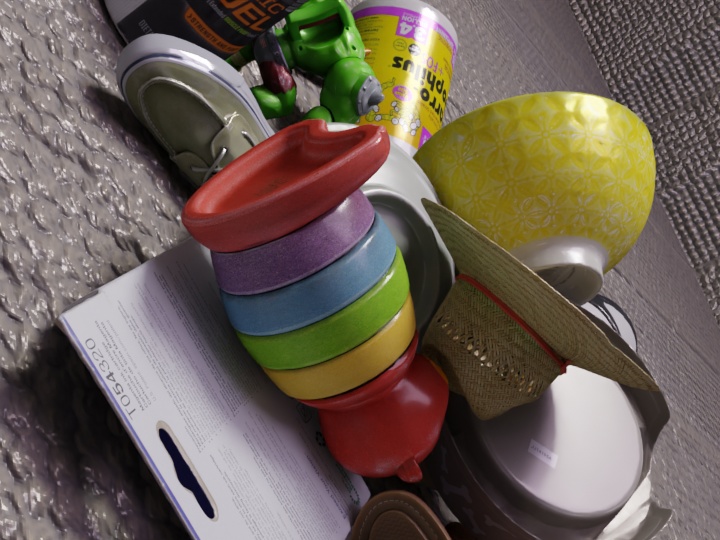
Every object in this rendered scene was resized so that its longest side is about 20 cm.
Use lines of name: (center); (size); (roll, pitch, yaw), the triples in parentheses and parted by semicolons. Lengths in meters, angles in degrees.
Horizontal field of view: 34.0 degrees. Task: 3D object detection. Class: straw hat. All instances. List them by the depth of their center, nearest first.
straw hat: (0.085, 0.046, 0.741); (0.200, 0.085, 0.201); (39, -1, 0)

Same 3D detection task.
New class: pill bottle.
pill bottle: (-0.081, -0.229, 0.843); (0.106, 0.199, 0.107); (47, 24, -28)
pill bottle: (0.017, -0.122, 0.994); (0.104, 0.103, 0.202); (37, 57, -45)

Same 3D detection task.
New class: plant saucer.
plant saucer: (0.000, 0.000, 0.786); (0.198, 0.050, 0.203); (2, 87, -37)

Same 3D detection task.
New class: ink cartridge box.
ink cartridge box: (-0.081, 0.088, 0.645); (0.198, 0.043, 0.200); (60, 21, -5)

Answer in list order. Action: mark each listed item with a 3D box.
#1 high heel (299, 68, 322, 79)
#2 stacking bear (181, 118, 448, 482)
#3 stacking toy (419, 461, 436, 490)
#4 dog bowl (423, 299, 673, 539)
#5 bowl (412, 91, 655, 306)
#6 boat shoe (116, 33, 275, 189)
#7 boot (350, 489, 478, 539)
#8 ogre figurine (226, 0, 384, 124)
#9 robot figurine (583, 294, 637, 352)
high heel: (0.024, -0.136, 1.138); (0.142, 0.071, 0.201); (12, 42, -55)
stacking bear: (-0.012, 0.030, 0.681); (0.121, 0.113, 0.202); (18, -43, 61)
stacking toy: (0.088, 0.076, 0.938); (0.086, 0.085, 0.201); (50, 36, -24)
dog bowl: (0.127, 0.113, 0.822); (0.198, 0.059, 0.202); (15, 51, -20)
bowl: (0.136, -0.031, 0.894); (0.200, 0.198, 0.109); (34, 40, -49)
boat shoe: (-0.090, -0.081, 0.809); (0.200, 0.071, 0.063); (43, 26, -43)
boot: (0.055, 0.202, 0.768); (0.155, 0.073, 0.202); (-61, 133, -68)
ogre figurine: (-0.053, -0.165, 0.925); (0.098, 0.119, 0.202); (53, 18, -49)
robot figurine: (0.226, 0.084, 1.246); (0.151, 0.125, 0.200); (51, 18, 15)
